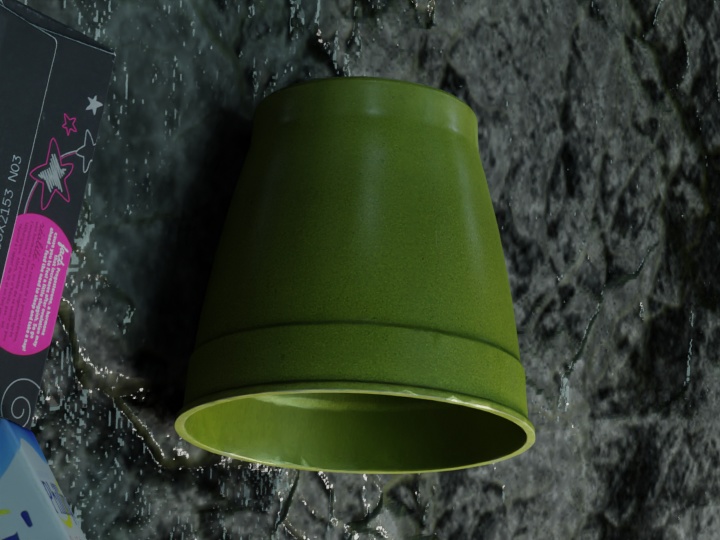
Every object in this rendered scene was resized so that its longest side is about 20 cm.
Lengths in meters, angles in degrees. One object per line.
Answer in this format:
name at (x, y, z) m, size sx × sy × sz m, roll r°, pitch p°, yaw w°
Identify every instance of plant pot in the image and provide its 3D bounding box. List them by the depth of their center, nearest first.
plant pot at (0.000, 0.000, 1.456) m, size 0.200 × 0.200 × 0.193 m, roll 25°, pitch 62°, yaw -51°

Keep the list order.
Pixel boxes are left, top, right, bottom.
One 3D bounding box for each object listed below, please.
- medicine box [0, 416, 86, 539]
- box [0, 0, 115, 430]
medicine box at (-0.186, 0.193, 1.129) m, size 0.200 × 0.182 × 0.103 m, roll 62°, pitch -4°, yaw 5°
box at (-0.217, -0.030, 1.207) m, size 0.132 × 0.115 × 0.200 m, roll 25°, pitch 73°, yaw -50°
